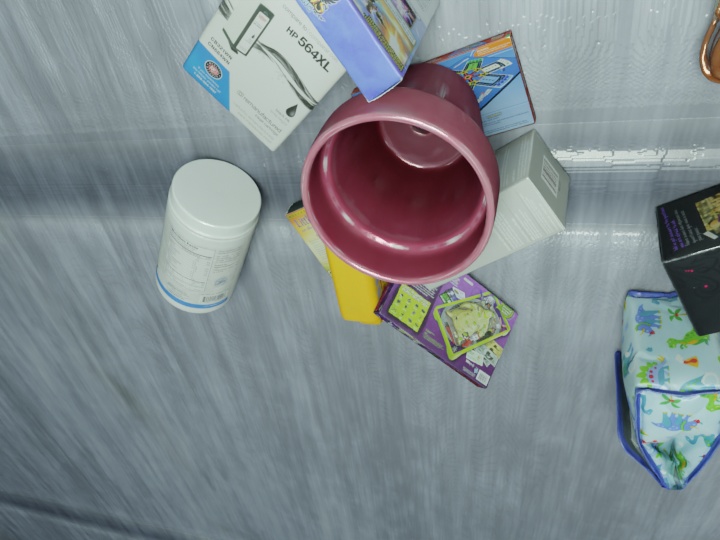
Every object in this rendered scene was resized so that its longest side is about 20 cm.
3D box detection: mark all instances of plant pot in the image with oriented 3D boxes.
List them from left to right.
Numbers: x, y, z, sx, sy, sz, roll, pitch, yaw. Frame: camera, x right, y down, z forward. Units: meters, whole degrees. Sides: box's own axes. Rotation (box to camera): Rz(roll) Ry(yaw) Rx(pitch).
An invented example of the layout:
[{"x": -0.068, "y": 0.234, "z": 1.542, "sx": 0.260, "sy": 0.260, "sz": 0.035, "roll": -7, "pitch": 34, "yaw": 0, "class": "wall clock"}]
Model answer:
[{"x": 0.055, "y": -0.120, "z": 0.637, "sx": 0.194, "sy": 0.181, "sz": 0.204, "roll": 12, "pitch": 135, "yaw": 12, "class": "plant pot"}]

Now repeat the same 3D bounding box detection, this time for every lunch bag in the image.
[{"x": 0.397, "y": 0.154, "z": 0.775, "sx": 0.124, "sy": 0.173, "sz": 0.203, "roll": -3, "pitch": 131, "yaw": 24, "class": "lunch bag"}]

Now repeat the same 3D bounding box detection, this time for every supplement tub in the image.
[{"x": -0.227, "y": -0.045, "z": 0.882, "sx": 0.129, "sy": 0.134, "sz": 0.202, "roll": 26, "pitch": 134, "yaw": -3, "class": "supplement tub"}]

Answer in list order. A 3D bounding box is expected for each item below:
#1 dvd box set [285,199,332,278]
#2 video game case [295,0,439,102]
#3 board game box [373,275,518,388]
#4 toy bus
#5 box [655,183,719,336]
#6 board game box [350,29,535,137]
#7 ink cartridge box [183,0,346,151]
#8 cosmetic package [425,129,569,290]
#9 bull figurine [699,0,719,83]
[{"x": 0.001, "y": -0.033, "z": 0.868, "sx": 0.143, "sy": 0.030, "sz": 0.202, "roll": -18, "pitch": 122, "yaw": 33, "class": "dvd box set"}, {"x": -0.013, "y": -0.285, "z": 0.542, "sx": 0.045, "sy": 0.184, "sz": 0.201, "roll": -23, "pitch": 119, "yaw": 36, "class": "video game case"}, {"x": 0.123, "y": 0.060, "z": 0.833, "sx": 0.198, "sy": 0.122, "sz": 0.032, "roll": 36, "pitch": 167, "yaw": -17, "class": "board game box"}, {"x": 0.000, "y": 0.000, "z": 0.820, "sx": 0.063, "sy": 0.079, "sz": 0.204, "roll": 4, "pitch": 132, "yaw": 17, "class": "toy bus"}, {"x": 0.438, "y": -0.029, "z": 0.640, "sx": 0.197, "sy": 0.107, "sz": 0.123, "roll": -22, "pitch": 119, "yaw": 36, "class": "box"}, {"x": 0.094, "y": -0.193, "z": 0.696, "sx": 0.195, "sy": 0.020, "sz": 0.104, "roll": -10, "pitch": 127, "yaw": 29, "class": "board game box"}, {"x": -0.085, "y": -0.258, "z": 0.665, "sx": 0.145, "sy": 0.085, "sz": 0.199, "roll": 40, "pitch": 133, "yaw": -15, "class": "ink cartridge box"}, {"x": 0.143, "y": -0.069, "z": 0.727, "sx": 0.090, "sy": 0.108, "sz": 0.198, "roll": 43, "pitch": 134, "yaw": -20, "class": "cosmetic package"}, {"x": 0.401, "y": -0.223, "z": 0.511, "sx": 0.194, "sy": 0.066, "sz": 0.124, "roll": -8, "pitch": 120, "yaw": 21, "class": "bull figurine"}]
